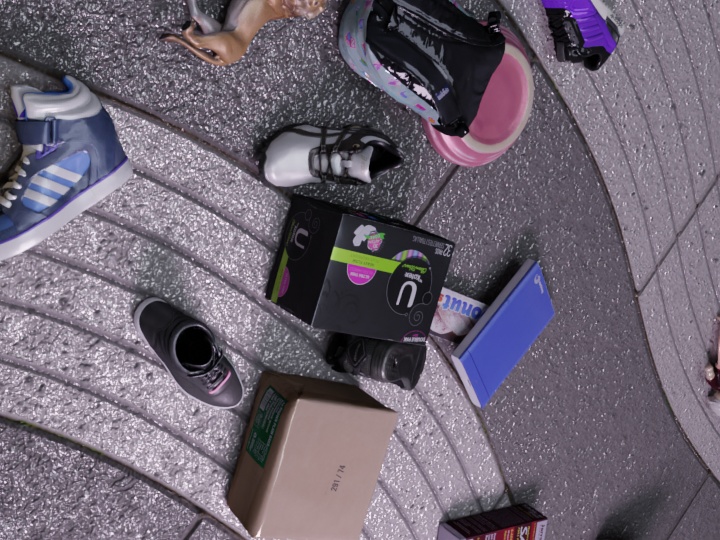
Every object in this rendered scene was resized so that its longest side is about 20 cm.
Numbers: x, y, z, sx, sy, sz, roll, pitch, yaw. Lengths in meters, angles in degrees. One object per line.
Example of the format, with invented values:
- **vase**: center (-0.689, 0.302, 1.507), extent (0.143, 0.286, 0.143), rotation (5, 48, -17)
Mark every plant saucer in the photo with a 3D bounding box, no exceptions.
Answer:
- **plant saucer**: center (0.174, -0.245, 1.437), extent (0.197, 0.051, 0.205), rotation (-13, 113, -33)

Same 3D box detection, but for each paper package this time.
- **paper package**: center (-0.067, 0.259, 1.398), extent (0.188, 0.103, 0.204), rotation (13, 98, -38)

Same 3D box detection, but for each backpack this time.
- **backpack**: center (0.070, -0.279, 1.291), extent (0.198, 0.126, 0.170), rotation (27, 79, -27)

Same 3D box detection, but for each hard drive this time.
- **hard drive**: center (0.223, 0.098, 1.578), extent (0.201, 0.025, 0.133), rotation (-49, 138, -19)

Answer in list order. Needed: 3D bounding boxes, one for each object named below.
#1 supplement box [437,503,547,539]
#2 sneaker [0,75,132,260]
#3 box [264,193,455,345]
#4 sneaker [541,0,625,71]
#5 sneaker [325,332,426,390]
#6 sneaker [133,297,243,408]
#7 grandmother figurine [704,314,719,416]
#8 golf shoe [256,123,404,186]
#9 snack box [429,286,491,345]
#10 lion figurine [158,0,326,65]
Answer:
- **supplement box**: center (0.216, 0.464, 1.698), extent (0.197, 0.061, 0.111), rotation (-4, 107, -36)
- **sneaker**: center (-0.354, -0.118, 1.087), extent (0.199, 0.080, 0.148), rotation (-35, 115, -17)
- **box**: center (0.000, 0.000, 1.347), extent (0.197, 0.124, 0.152), rotation (11, 99, -39)
- **sneaker**: center (0.307, -0.355, 1.484), extent (0.198, 0.069, 0.101), rotation (26, 92, -38)
- **sneaker**: center (0.025, 0.119, 1.444), extent (0.199, 0.112, 0.078), rotation (17, 91, -66)
- **sneaker**: center (-0.194, 0.120, 1.262), extent (0.071, 0.099, 0.201), rotation (-47, 128, -15)
- **grandmother figurine**: center (0.702, 0.186, 1.959), extent (0.119, 0.060, 0.205), rotation (-8, 107, -24)
- **golf shoe**: center (-0.034, -0.145, 1.293), extent (0.197, 0.094, 0.079), rotation (-16, 115, -29)
- **snack box**: center (0.122, 0.062, 1.518), extent (0.198, 0.024, 0.073), rotation (21, 93, -39)
- **lion figurine**: center (-0.132, -0.300, 1.195), extent (0.199, 0.073, 0.123), rotation (-41, 139, -1)
